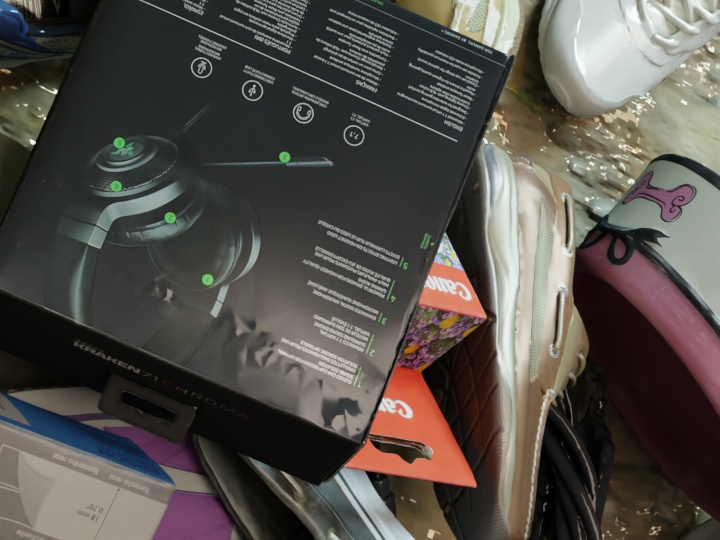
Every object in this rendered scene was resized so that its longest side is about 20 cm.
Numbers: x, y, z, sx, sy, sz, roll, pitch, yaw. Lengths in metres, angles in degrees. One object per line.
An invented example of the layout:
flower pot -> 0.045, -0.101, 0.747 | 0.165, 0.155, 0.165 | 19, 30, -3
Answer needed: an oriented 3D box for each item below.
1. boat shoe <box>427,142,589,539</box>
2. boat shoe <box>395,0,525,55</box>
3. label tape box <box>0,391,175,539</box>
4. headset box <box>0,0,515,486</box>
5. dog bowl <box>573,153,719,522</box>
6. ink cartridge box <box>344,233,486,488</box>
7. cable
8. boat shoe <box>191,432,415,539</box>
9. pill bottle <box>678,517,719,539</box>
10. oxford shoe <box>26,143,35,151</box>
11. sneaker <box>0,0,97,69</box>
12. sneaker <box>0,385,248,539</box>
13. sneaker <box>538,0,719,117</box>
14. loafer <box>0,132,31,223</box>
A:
boat shoe -> 0.077, 0.038, 1.421 | 0.072, 0.076, 0.201 | 9, 76, -27
boat shoe -> 0.038, -0.148, 1.463 | 0.076, 0.072, 0.201 | 30, 58, -30
label tape box -> -0.187, 0.147, 1.246 | 0.144, 0.063, 0.200 | 23, 96, -28
headset box -> -0.055, -0.026, 1.245 | 0.174, 0.093, 0.201 | 22, 72, -6
dog bowl -> 0.176, 0.045, 1.468 | 0.074, 0.200, 0.200 | -34, 104, -12
ink cartridge box -> 0.000, 0.000, 1.361 | 0.109, 0.050, 0.200 | 13, 45, -52
cable -> 0.048, 0.117, 1.452 | 0.163, 0.051, 0.201 | 22, 75, -27
boat shoe -> -0.021, 0.132, 1.358 | 0.071, 0.072, 0.200 | -43, 111, -35
pill bottle -> 0.240, 0.223, 1.528 | 0.116, 0.116, 0.200 | -34, 103, -31
oxford shoe -> -0.085, -0.010, 1.382 | 0.200, 0.071, 0.074 | 34, 44, -26
sneaker -> -0.107, -0.131, 1.357 | 0.200, 0.085, 0.077 | -18, 95, -34
sneaker -> -0.133, 0.108, 1.325 | 0.200, 0.073, 0.115 | 1, 87, -33
sneaker -> 0.174, -0.153, 1.532 | 0.200, 0.099, 0.078 | -44, 108, -28
loafer -> -0.131, -0.004, 1.308 | 0.200, 0.063, 0.072 | 33, 65, -5
